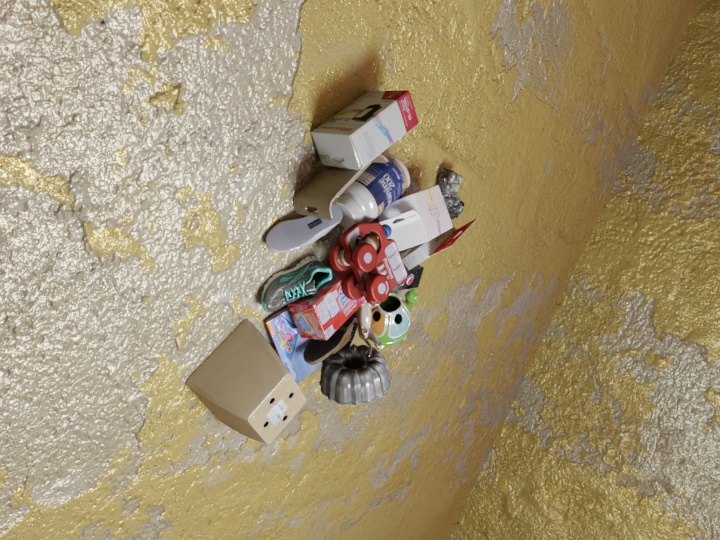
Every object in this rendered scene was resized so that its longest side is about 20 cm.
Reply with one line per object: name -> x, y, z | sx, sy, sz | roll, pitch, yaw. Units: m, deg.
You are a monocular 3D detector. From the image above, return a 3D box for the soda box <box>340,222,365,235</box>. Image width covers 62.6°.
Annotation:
soda box -> 0.036, -0.089, 1.589 | 0.199, 0.067, 0.065 | 17, 99, -55

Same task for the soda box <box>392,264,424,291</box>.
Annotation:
soda box -> 0.104, 0.016, 1.755 | 0.198, 0.063, 0.072 | -5, 118, -51

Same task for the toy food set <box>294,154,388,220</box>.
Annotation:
toy food set -> -0.044, -0.193, 1.337 | 0.201, 0.142, 0.061 | -49, 126, -20

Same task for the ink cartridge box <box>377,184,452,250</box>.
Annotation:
ink cartridge box -> 0.138, -0.135, 1.567 | 0.199, 0.127, 0.128 | -28, 98, -57

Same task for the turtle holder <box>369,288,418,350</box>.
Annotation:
turtle holder -> 0.095, 0.133, 1.730 | 0.181, 0.143, 0.133 | -6, 139, -13

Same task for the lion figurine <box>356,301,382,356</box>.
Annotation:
lion figurine -> 0.014, 0.126, 1.606 | 0.071, 0.122, 0.205 | 7, 85, -17

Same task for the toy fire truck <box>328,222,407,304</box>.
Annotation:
toy fire truck -> 0.029, -0.026, 1.432 | 0.167, 0.111, 0.203 | -39, 116, -34

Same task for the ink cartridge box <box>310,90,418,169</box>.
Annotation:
ink cartridge box -> 0.010, -0.318, 1.321 | 0.200, 0.144, 0.084 | -42, 127, -27

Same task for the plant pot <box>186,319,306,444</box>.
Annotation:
plant pot -> -0.242, 0.276, 1.373 | 0.200, 0.175, 0.202 | -47, 143, -21

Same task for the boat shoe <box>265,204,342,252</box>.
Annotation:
boat shoe -> -0.130, -0.087, 1.371 | 0.197, 0.075, 0.065 | -23, 167, -23

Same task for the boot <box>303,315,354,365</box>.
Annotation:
boot -> -0.076, 0.193, 1.529 | 0.200, 0.072, 0.077 | -42, 143, -47

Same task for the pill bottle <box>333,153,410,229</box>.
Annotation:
pill bottle -> 0.024, -0.192, 1.465 | 0.200, 0.110, 0.112 | -43, 141, -26

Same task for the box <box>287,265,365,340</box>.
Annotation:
box -> -0.077, 0.074, 1.477 | 0.200, 0.094, 0.101 | -44, 123, -43

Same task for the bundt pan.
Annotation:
bundt pan -> -0.016, 0.265, 1.573 | 0.200, 0.200, 0.077 | -28, 125, -39

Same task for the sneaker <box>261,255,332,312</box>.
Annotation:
sneaker -> -0.147, 0.034, 1.405 | 0.199, 0.090, 0.079 | -39, 127, -31

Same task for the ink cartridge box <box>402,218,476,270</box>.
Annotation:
ink cartridge box -> 0.232, -0.094, 1.742 | 0.175, 0.045, 0.200 | -33, -174, 42

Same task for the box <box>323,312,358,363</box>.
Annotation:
box -> -0.092, 0.180, 1.621 | 0.198, 0.046, 0.162 | 10, 105, -54

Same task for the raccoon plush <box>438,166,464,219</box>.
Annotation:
raccoon plush -> 0.233, -0.208, 1.757 | 0.200, 0.096, 0.135 | -47, 135, -21

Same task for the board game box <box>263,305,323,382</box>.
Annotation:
board game box -> -0.166, 0.185, 1.495 | 0.102, 0.019, 0.203 | -31, 122, -26
